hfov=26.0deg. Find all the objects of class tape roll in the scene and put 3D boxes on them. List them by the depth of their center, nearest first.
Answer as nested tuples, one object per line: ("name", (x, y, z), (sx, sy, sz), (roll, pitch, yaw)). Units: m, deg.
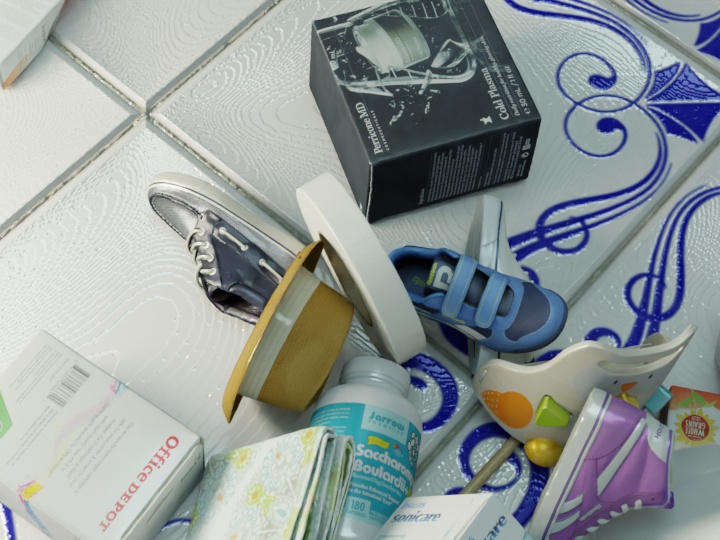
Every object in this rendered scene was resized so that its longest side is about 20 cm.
("tape roll", (0.000, 0.000, 1.537), (0.037, 0.203, 0.204), (-29, 65, -8))

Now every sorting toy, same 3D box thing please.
("sorting toy", (0.235, 0.100, 1.491), (0.198, 0.180, 0.108), (-8, 65, -21))

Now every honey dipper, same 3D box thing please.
("honey dipper", (0.113, 0.204, 1.521), (0.038, 0.038, 0.200), (37, 62, 17))

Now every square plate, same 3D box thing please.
("square plate", (0.266, 0.261, 1.443), (0.199, 0.028, 0.200), (-15, 49, 39))

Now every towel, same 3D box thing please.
("towel", (-0.093, 0.236, 1.412), (0.048, 0.199, 0.173), (36, 54, -29))

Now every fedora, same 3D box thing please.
("fedora", (-0.060, 0.071, 1.505), (0.081, 0.201, 0.202), (27, 61, 3))

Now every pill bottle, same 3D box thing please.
("pill bottle", (-0.002, 0.185, 1.479), (0.109, 0.111, 0.202), (10, 60, 2))

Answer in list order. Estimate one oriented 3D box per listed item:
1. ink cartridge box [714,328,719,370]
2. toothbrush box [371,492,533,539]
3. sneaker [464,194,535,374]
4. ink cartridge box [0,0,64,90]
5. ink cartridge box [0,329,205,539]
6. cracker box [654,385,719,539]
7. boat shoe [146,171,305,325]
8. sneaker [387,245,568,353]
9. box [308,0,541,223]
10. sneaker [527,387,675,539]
("ink cartridge box", (0.467, 0.090, 1.549), (0.197, 0.085, 0.146), (8, 21, 0))
("toothbrush box", (0.114, 0.292, 1.358), (0.200, 0.146, 0.085), (50, 62, -14))
("sneaker", (0.148, 0.019, 1.620), (0.070, 0.073, 0.202), (6, 67, -12))
("ink cartridge box", (-0.418, -0.313, 1.788), (0.161, 0.050, 0.201), (27, 53, 12))
("ink cartridge box", (-0.265, 0.176, 1.480), (0.199, 0.088, 0.146), (30, 62, 15))
("cracker box", (0.352, 0.222, 1.515), (0.132, 0.058, 0.202), (11, 59, 4))
("boat shoe", (-0.153, -0.022, 1.610), (0.199, 0.075, 0.093), (28, 55, 12))
("sneaker", (0.107, 0.025, 1.535), (0.198, 0.082, 0.075), (15, 74, 27))
("box", (0.065, -0.183, 1.697), (0.195, 0.124, 0.202), (-17, 62, -11))
("sneaker", (0.224, 0.218, 1.441), (0.113, 0.202, 0.073), (25, 27, 5))
